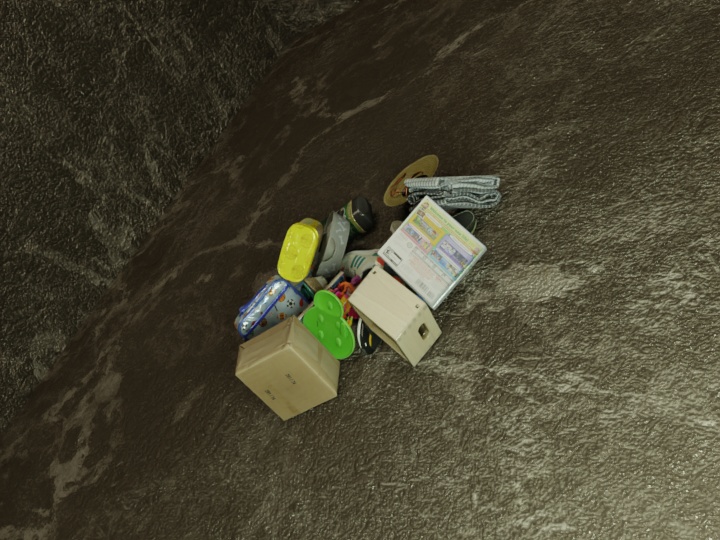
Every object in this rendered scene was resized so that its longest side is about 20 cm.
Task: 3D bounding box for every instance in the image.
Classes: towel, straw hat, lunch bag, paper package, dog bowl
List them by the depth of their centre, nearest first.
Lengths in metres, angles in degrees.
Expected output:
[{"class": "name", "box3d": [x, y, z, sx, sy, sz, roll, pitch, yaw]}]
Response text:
[{"class": "paper package", "box3d": [-0.172, 0.235, 1.625, 0.187, 0.201, 0.105, -27, 33, 24]}, {"class": "towel", "box3d": [0.226, -0.188, 1.681, 0.195, 0.089, 0.164, -6, 7, -31]}, {"class": "lunch bag", "box3d": [-0.236, 0.124, 1.810, 0.201, 0.160, 0.075, -49, 27, -6]}, {"class": "straw hat", "box3d": [0.163, -0.221, 1.890, 0.199, 0.085, 0.203, -36, 26, 20]}, {"class": "dog bowl", "box3d": [-0.082, -0.062, 1.917, 0.200, 0.057, 0.206, -162, 89, -80]}]

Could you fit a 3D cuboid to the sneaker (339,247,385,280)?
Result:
[{"class": "sneaker", "box3d": [0.001, 0.000, 1.830, 0.196, 0.071, 0.094, -8, 39, 42]}]

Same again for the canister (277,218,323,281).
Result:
[{"class": "canister", "box3d": [-0.159, -0.063, 1.867, 0.200, 0.084, 0.153, -72, 0, -79]}]

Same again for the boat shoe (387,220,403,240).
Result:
[{"class": "boat shoe", "box3d": [0.114, -0.042, 1.754, 0.203, 0.070, 0.061, -107, 27, -44]}]

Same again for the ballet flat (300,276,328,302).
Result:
[{"class": "ballet flat", "box3d": [-0.121, 0.043, 1.809, 0.065, 0.071, 0.200, -36, 5, -12]}]

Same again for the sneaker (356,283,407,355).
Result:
[{"class": "sneaker", "box3d": [0.056, 0.108, 1.635, 0.088, 0.070, 0.204, -8, 47, 36]}]

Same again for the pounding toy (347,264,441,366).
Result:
[{"class": "pounding toy", "box3d": [0.087, 0.087, 1.509, 0.183, 0.201, 0.143, 37, 80, 33]}]

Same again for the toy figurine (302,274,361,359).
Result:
[{"class": "toy figurine", "box3d": [-0.036, 0.082, 1.684, 0.147, 0.205, 0.184, 18, 41, 22]}]

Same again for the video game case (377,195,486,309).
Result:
[{"class": "video game case", "box3d": [0.161, -0.044, 1.562, 0.183, 0.022, 0.200, -48, 63, 3]}]

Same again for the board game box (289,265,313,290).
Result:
[{"class": "board game box", "box3d": [-0.190, 0.050, 2.038, 0.196, 0.035, 0.138, -21, 38, 35]}]

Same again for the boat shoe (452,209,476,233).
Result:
[{"class": "boat shoe", "box3d": [0.208, -0.089, 1.640, 0.199, 0.067, 0.072, -35, 61, -20]}]

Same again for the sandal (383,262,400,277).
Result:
[{"class": "sandal", "box3d": [0.141, 0.021, 1.621, 0.196, 0.075, 0.044, 14, 100, 37]}]

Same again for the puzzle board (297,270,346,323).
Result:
[{"class": "puzzle board", "box3d": [-0.105, 0.092, 1.750, 0.200, 0.017, 0.151, -47, -10, -6]}]

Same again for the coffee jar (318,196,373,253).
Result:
[{"class": "coffee jar", "box3d": [-0.050, -0.134, 2.042, 0.197, 0.085, 0.106, -31, 38, 24]}]
